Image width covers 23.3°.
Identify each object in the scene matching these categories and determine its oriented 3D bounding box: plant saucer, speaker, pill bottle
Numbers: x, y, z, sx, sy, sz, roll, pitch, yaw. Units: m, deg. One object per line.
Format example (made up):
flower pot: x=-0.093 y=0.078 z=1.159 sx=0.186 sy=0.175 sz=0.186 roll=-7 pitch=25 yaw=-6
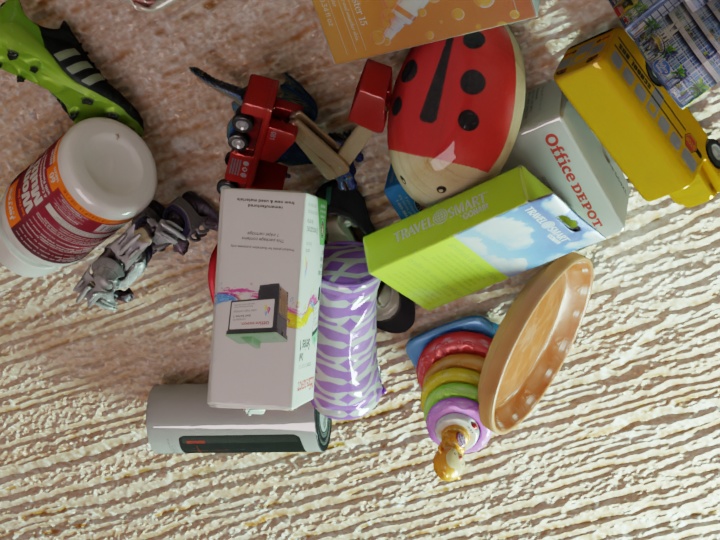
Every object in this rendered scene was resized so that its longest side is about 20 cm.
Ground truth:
plant saucer: x=0.174 y=0.071 z=1.767 sx=0.032 sy=0.200 sz=0.201 roll=28 pitch=127 yaw=21
speaker: x=-0.137 y=0.164 z=1.953 sx=0.199 sy=0.081 sz=0.081 roll=-2 pitch=123 yaw=12
pill bottle: x=-0.300 y=-0.069 z=1.787 sx=0.110 sy=0.110 sz=0.200 roll=41 pitch=139 yaw=-16

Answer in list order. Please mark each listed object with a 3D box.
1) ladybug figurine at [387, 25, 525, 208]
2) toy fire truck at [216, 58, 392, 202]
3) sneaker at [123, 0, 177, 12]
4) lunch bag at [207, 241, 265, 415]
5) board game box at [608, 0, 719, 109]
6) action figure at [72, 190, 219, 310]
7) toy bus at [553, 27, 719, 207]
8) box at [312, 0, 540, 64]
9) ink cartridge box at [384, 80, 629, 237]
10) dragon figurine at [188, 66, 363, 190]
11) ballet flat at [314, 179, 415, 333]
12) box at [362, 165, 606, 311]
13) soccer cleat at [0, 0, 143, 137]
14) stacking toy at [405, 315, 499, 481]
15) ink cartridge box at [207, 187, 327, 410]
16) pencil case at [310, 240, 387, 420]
ladybug figurine: x=0.084 y=-0.158 z=1.649 sx=0.135 sy=0.072 sz=0.201 roll=11 pitch=87 yaw=29
toy fire truck: x=-0.055 y=-0.126 z=1.680 sx=0.141 sy=0.049 sz=0.200 roll=15 pitch=137 yaw=-3
sneaker: x=-0.233 y=-0.292 z=1.654 sx=0.199 sy=0.105 sz=0.076 roll=-3 pitch=125 yaw=14
lunch bag: x=-0.098 y=0.045 z=1.807 sx=0.082 sy=0.176 sz=0.201 roll=-3 pitch=122 yaw=12
board game box: x=0.328 y=-0.256 z=1.540 sx=0.200 sy=0.200 sz=0.062 roll=-39 pitch=111 yaw=15
action figure: x=-0.218 y=-0.020 z=1.771 sx=0.130 sy=0.200 sz=0.069 roll=-30 pitch=100 yaw=30
toy bus: x=0.272 y=-0.138 z=1.664 sx=0.065 sy=0.078 sz=0.200 roll=-21 pitch=118 yaw=41
box: x=0.056 y=-0.284 z=1.606 sx=0.199 sy=0.098 sz=0.125 roll=-12 pitch=120 yaw=18
ink cartridge box: x=0.147 y=-0.081 z=1.731 sx=0.200 sy=0.084 sz=0.146 roll=-22 pitch=116 yaw=25
dragon figurine: x=-0.079 y=-0.154 z=1.742 sx=0.099 sy=0.059 sz=0.200 roll=-27 pitch=115 yaw=25
ballet flat: x=0.000 y=0.000 z=1.823 sx=0.073 sy=0.073 sz=0.200 roll=-14 pitch=120 yaw=19
box: x=0.117 y=-0.031 z=1.657 sx=0.200 sy=0.048 sz=0.122 roll=-24 pitch=149 yaw=24
soccer cleat: x=-0.289 y=-0.199 z=1.751 sx=0.067 sy=0.081 sz=0.200 roll=-19 pitch=140 yaw=36
stacking toy: x=0.103 y=0.149 z=1.821 sx=0.109 sy=0.200 sz=0.116 roll=-21 pitch=116 yaw=23
ink cartridge box: x=-0.086 y=0.027 z=1.636 sx=0.084 sy=0.145 sz=0.201 roll=4 pitch=90 yaw=6
pencil case: x=-0.013 y=0.063 z=1.781 sx=0.085 sy=0.084 sz=0.200 roll=-10 pitch=132 yaw=-11
